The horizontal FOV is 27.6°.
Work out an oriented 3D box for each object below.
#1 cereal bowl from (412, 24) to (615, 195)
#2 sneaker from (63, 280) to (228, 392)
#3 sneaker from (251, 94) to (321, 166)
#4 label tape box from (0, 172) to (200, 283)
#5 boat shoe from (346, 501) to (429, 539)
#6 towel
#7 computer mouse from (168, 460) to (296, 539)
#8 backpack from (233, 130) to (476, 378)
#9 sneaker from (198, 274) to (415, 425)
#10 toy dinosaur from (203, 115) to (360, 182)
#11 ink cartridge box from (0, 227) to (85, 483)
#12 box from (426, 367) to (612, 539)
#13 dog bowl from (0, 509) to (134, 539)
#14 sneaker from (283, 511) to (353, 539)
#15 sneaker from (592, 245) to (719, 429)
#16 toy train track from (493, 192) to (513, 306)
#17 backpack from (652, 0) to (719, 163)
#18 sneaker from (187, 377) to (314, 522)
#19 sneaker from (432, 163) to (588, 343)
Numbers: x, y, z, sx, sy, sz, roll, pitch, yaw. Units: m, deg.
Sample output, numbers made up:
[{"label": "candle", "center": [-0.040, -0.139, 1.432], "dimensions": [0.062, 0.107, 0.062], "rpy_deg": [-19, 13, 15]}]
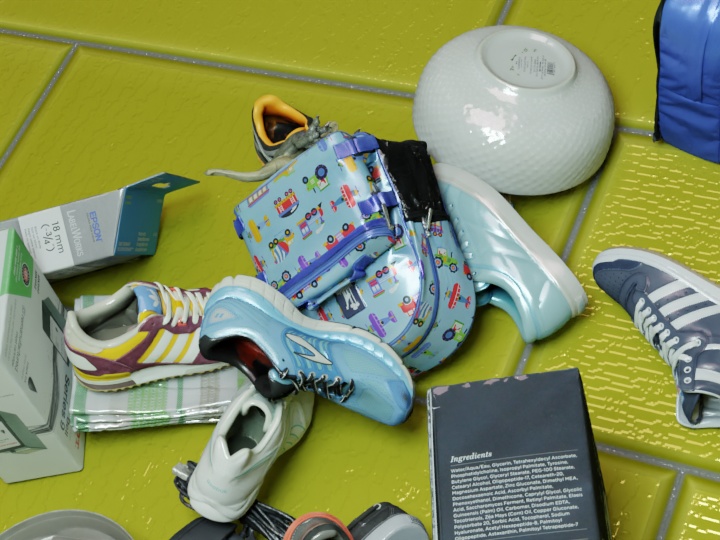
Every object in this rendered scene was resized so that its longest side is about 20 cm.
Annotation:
[{"label": "cereal bowl", "center": [0.150, -0.169, 1.391], "dimensions": [0.198, 0.084, 0.201], "rpy_deg": [4, 45, -4]}, {"label": "sneaker", "center": [-0.169, 0.046, 1.327], "dimensions": [0.198, 0.091, 0.075], "rpy_deg": [-19, 54, -14]}, {"label": "sneaker", "center": [-0.046, -0.104, 1.458], "dimensions": [0.078, 0.078, 0.199], "rpy_deg": [-42, 55, -16]}, {"label": "label tape box", "center": [-0.259, -0.035, 1.432], "dimensions": [0.198, 0.144, 0.064], "rpy_deg": [-15, 88, 8]}, {"label": "boat shoe", "center": [-0.034, 0.264, 1.203], "dimensions": [0.200, 0.070, 0.066], "rpy_deg": [-43, 34, -8]}, {"label": "towel", "center": [-0.173, 0.076, 1.374], "dimensions": [0.197, 0.031, 0.150], "rpy_deg": [-5, 55, -1]}, {"label": "computer mouse", "center": [-0.135, 0.249, 1.200], "dimensions": [0.138, 0.053, 0.201], "rpy_deg": [29, 52, 8]}, {"label": "backpack", "center": [0.000, 0.000, 1.299], "dimensions": [0.182, 0.134, 0.202], "rpy_deg": [-30, 72, 30]}, {"label": "sneaker", "center": [-0.050, 0.087, 1.234], "dimensions": [0.198, 0.079, 0.090], "rpy_deg": [24, 43, 2]}, {"label": "toy dinosaur", "center": [-0.051, -0.108, 1.333], "dimensions": [0.087, 0.200, 0.048], "rpy_deg": [-18, 93, 31]}, {"label": "ink cartridge box", "center": [-0.321, 0.081, 1.340], "dimensions": [0.083, 0.201, 0.147], "rpy_deg": [-10, 53, 8]}, {"label": "box", "center": [0.127, 0.213, 1.096], "dimensions": [0.122, 0.201, 0.198], "rpy_deg": [-10, 54, 9]}, {"label": "dog bowl", "center": [-0.259, 0.308, 1.247], "dimensions": [0.198, 0.059, 0.202], "rpy_deg": [-8, 54, 12]}, {"label": "sneaker", "center": [-0.005, 0.283, 1.119], "dimensions": [0.076, 0.082, 0.201], "rpy_deg": [-26, 86, -12]}, {"label": "sneaker", "center": [0.264, 0.059, 1.242], "dimensions": [0.199, 0.070, 0.109], "rpy_deg": [27, 66, 29]}, {"label": "toy train track", "center": [0.133, -0.053, 1.393], "dimensions": [0.113, 0.033, 0.202], "rpy_deg": [-5, 60, 6]}, {"label": "backpack", "center": [0.358, -0.210, 1.319], "dimensions": [0.167, 0.201, 0.163], "rpy_deg": [19, 63, 29]}, {"label": "sneaker", "center": [-0.082, 0.126, 1.265], "dimensions": [0.070, 0.081, 0.201], "rpy_deg": [25, 40, 3]}, {"label": "sneaker", "center": [0.110, -0.016, 1.316], "dimensions": [0.082, 0.074, 0.200], "rpy_deg": [-37, 61, -14]}]
